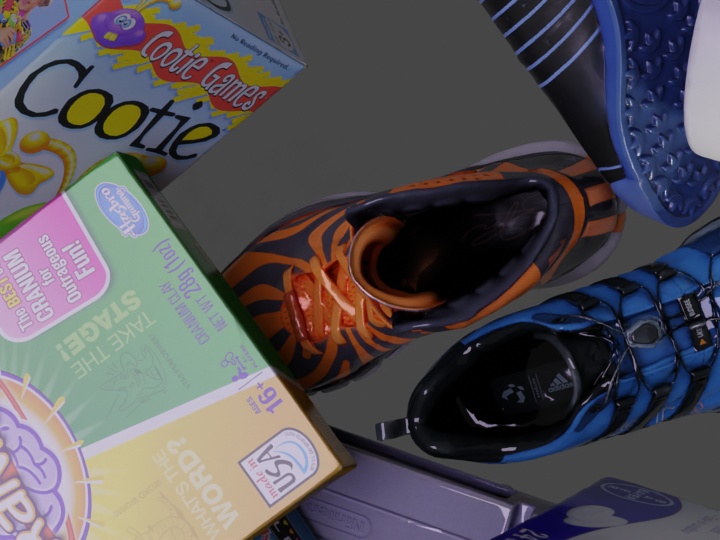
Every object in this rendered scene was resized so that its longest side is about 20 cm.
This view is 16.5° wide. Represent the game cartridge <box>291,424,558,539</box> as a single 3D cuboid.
[{"bbox_3d":[-0.017,0.131,1.040,0.200,0.038,0.130,18,107,21],"label":"game cartridge"}]

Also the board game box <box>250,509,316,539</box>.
[{"bbox_3d":[-0.084,0.148,1.027,0.151,0.047,0.200,-38,81,24],"label":"board game box"}]

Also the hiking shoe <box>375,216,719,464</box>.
[{"bbox_3d":[0.109,0.033,0.947,0.200,0.087,0.075,-26,88,23],"label":"hiking shoe"}]

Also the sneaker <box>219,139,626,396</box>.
[{"bbox_3d":[0.000,0.000,0.975,0.200,0.112,0.078,-26,85,23],"label":"sneaker"}]

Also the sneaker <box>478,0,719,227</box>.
[{"bbox_3d":[0.080,-0.107,0.934,0.078,0.070,0.200,18,139,48],"label":"sneaker"}]

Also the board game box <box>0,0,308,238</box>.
[{"bbox_3d":[-0.138,-0.075,1.012,0.200,0.103,0.105,-39,51,22],"label":"board game box"}]

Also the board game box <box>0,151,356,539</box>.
[{"bbox_3d":[-0.126,0.074,0.968,0.200,0.040,0.153,-37,84,4],"label":"board game box"}]

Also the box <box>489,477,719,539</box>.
[{"bbox_3d":[0.143,0.161,0.896,0.200,0.184,0.105,17,100,20],"label":"box"}]

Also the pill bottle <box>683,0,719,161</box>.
[{"bbox_3d":[0.223,-0.064,0.875,0.200,0.113,0.114,15,101,21],"label":"pill bottle"}]
